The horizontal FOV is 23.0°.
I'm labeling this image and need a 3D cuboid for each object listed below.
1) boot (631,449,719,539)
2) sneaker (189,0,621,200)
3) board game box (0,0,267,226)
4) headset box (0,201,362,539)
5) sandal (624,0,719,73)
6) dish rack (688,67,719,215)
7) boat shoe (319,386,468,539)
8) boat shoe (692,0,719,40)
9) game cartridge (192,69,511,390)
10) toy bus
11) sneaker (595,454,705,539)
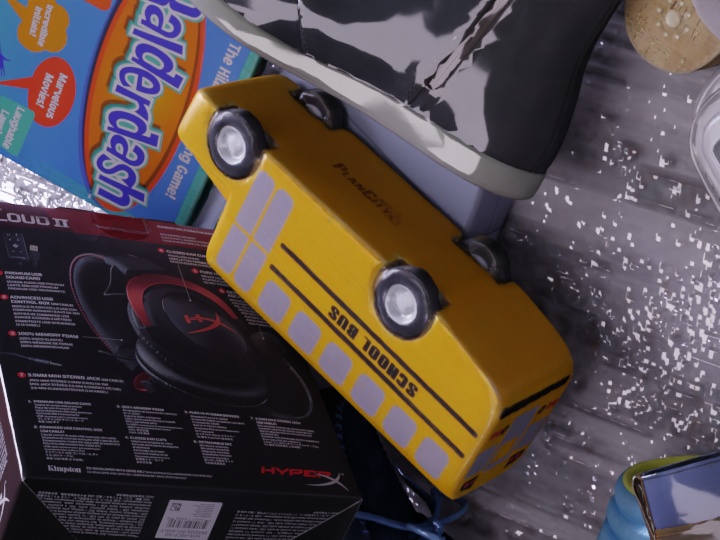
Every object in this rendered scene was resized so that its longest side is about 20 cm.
[{"bbox_3d":[0.197,0.090,0.644,0.198,0.075,0.098,-22,84,9],"label":"boot"},{"bbox_3d":[0.014,-0.125,0.744,0.199,0.075,0.107,32,106,14],"label":"sneaker"},{"bbox_3d":[-0.144,-0.122,0.858,0.199,0.045,0.153,28,123,0],"label":"board game box"},{"bbox_3d":[-0.102,0.051,0.778,0.075,0.147,0.201,-65,33,31],"label":"headset box"},{"bbox_3d":[0.142,-0.168,0.655,0.077,0.069,0.213,33,120,27],"label":"sandal"},{"bbox_3d":[0.219,-0.036,0.647,0.200,0.043,0.173,-36,78,38],"label":"dish rack"},{"bbox_3d":[0.026,0.142,0.837,0.068,0.084,0.202,-12,113,26],"label":"boat shoe"},{"bbox_3d":[0.201,-0.151,0.610,0.075,0.093,0.200,50,142,0],"label":"boat shoe"},{"bbox_3d":[-0.009,-0.017,0.840,0.133,0.040,0.201,44,125,17],"label":"game cartridge"},{"bbox_3d":[0.000,0.000,0.774,0.200,0.065,0.079,43,126,21],"label":"toy bus"},{"bbox_3d":[0.171,0.147,0.711,0.199,0.079,0.132,26,118,30],"label":"sneaker"}]
